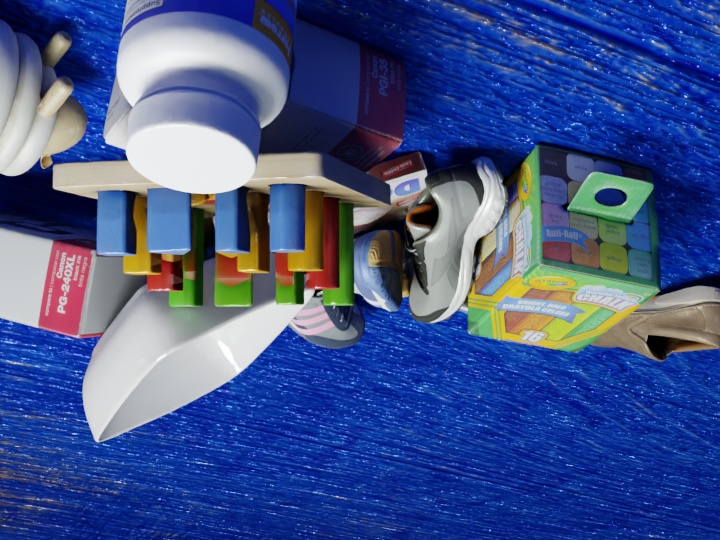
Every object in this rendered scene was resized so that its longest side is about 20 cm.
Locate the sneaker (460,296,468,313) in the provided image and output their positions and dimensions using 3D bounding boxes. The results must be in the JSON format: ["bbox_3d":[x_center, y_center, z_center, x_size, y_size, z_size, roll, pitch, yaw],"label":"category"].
[{"bbox_3d":[0.176,0.032,1.254,0.197,0.077,0.077,5,149,0],"label":"sneaker"}]

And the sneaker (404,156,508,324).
[{"bbox_3d":[0.070,-0.027,1.118,0.078,0.074,0.201,-5,139,-19],"label":"sneaker"}]

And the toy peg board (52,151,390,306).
[{"bbox_3d":[-0.094,-0.023,0.893,0.197,0.099,0.199,-2,177,15],"label":"toy peg board"}]

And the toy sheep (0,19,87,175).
[{"bbox_3d":[-0.304,-0.139,0.926,0.199,0.140,0.137,19,150,-36],"label":"toy sheep"}]

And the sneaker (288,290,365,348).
[{"bbox_3d":[-0.042,0.029,1.284,0.081,0.071,0.199,-12,151,35],"label":"sneaker"}]

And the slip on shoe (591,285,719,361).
[{"bbox_3d":[0.318,0.068,1.307,0.076,0.061,0.199,26,154,-34],"label":"slip on shoe"}]

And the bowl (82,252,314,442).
[{"bbox_3d":[-0.156,0.057,1.089,0.199,0.075,0.200,-22,163,-43],"label":"bowl"}]

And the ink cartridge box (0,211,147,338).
[{"bbox_3d":[-0.302,-0.001,1.134,0.198,0.084,0.145,13,-174,20],"label":"ink cartridge box"}]

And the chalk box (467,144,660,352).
[{"bbox_3d":[0.191,-0.024,1.087,0.123,0.125,0.200,11,153,-15],"label":"chalk box"}]

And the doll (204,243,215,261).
[{"bbox_3d":[-0.192,-0.009,1.251,0.135,0.049,0.201,19,152,1],"label":"doll"}]

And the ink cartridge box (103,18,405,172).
[{"bbox_3d":[-0.084,-0.134,0.951,0.198,0.084,0.146,18,151,-27],"label":"ink cartridge box"}]

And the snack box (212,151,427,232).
[{"bbox_3d":[-0.033,-0.054,1.106,0.198,0.025,0.072,-17,151,0],"label":"snack box"}]

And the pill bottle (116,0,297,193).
[{"bbox_3d":[-0.097,-0.157,0.776,0.110,0.202,0.112,3,154,1],"label":"pill bottle"}]

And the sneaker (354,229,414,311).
[{"bbox_3d":[0.000,0.000,1.155,0.087,0.076,0.200,2,178,8],"label":"sneaker"}]

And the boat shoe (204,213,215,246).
[{"bbox_3d":[-0.141,-0.063,1.126,0.198,0.066,0.072,-2,148,-23],"label":"boat shoe"}]
